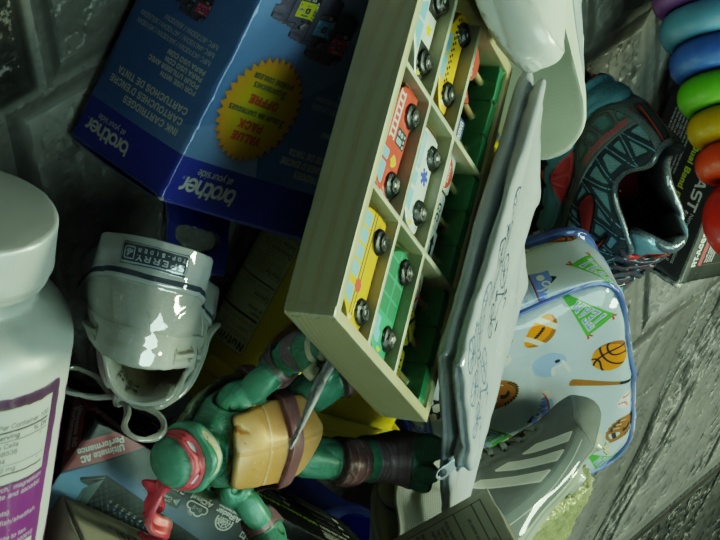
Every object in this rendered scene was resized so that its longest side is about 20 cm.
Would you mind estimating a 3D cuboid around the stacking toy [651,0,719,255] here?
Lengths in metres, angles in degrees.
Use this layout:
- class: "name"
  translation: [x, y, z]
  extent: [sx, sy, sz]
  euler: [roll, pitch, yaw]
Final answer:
- class: "stacking toy"
  translation: [0.228, -0.104, 1.259]
  extent: [0.085, 0.085, 0.201]
  euler: [8, 70, -53]

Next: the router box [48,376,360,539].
- class: "router box"
  translation: [-0.111, 0.170, 1.106]
  extent: [0.199, 0.062, 0.150]
  euler: [31, 96, -27]

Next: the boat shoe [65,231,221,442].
- class: "boat shoe"
  translation: [-0.105, 0.038, 0.994]
  extent: [0.202, 0.074, 0.087]
  euler: [148, -45, -79]

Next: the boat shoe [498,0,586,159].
- class: "boat shoe"
  translation: [0.088, -0.164, 1.145]
  extent: [0.072, 0.070, 0.202]
  euler: [-83, 166, -70]

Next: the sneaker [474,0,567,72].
- class: "sneaker"
  translation: [0.099, -0.198, 1.025]
  extent: [0.078, 0.099, 0.201]
  euler: [32, 54, -67]

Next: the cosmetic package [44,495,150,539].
- class: "cosmetic package"
  translation: [-0.154, 0.226, 1.035]
  extent: [0.103, 0.073, 0.201]
  euler: [28, 98, -26]

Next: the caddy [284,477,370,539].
- class: "caddy"
  translation: [-0.051, 0.213, 1.251]
  extent: [0.141, 0.105, 0.201]
  euler: [-30, 137, -34]

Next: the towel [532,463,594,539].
- class: "towel"
  translation: [0.066, 0.204, 1.303]
  extent: [0.200, 0.036, 0.149]
  euler: [-29, 151, -43]

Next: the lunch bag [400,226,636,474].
- class: "lunch bag"
  translation: [0.092, 0.066, 1.310]
  extent: [0.159, 0.076, 0.201]
  euler: [-20, 136, -6]

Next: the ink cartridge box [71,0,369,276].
- class: "ink cartridge box"
  translation: [-0.051, -0.097, 1.028]
  extent: [0.136, 0.076, 0.201]
  euler: [14, 108, -54]

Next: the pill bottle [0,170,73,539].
- class: "pill bottle"
  translation: [-0.192, 0.058, 0.950]
  extent: [0.112, 0.112, 0.201]
  euler: [-16, 129, -43]

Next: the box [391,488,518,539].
- class: "box"
  translation: [0.006, 0.208, 1.062]
  extent: [0.199, 0.095, 0.078]
  euler: [-29, 120, 2]

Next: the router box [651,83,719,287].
- class: "router box"
  translation: [0.269, -0.096, 1.411]
  extent: [0.149, 0.062, 0.201]
  euler: [-9, 125, -48]

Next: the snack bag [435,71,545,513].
- class: "snack bag"
  translation: [0.071, 0.026, 1.100]
  extent: [0.200, 0.021, 0.189]
  euler: [87, 17, -54]

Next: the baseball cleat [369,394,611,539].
- class: "baseball cleat"
  translation: [0.073, 0.120, 1.215]
  extent: [0.070, 0.106, 0.200]
  euler: [-45, -175, 45]

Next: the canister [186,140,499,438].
- class: "canister"
  translation: [0.000, 0.000, 1.159]
  extent: [0.148, 0.086, 0.201]
  euler: [20, 100, -54]

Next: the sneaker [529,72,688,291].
- class: "sneaker"
  translation: [0.161, -0.022, 1.326]
  extent: [0.079, 0.095, 0.201]
  euler: [-31, 138, -31]

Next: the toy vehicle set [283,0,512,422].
- class: "toy vehicle set"
  translation: [0.023, -0.044, 0.995]
  extent: [0.124, 0.026, 0.201]
  euler: [49, 50, -56]

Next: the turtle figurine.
- class: "turtle figurine"
  translation: [-0.037, 0.085, 1.033]
  extent: [0.200, 0.100, 0.151]
  euler: [-17, 125, -50]
